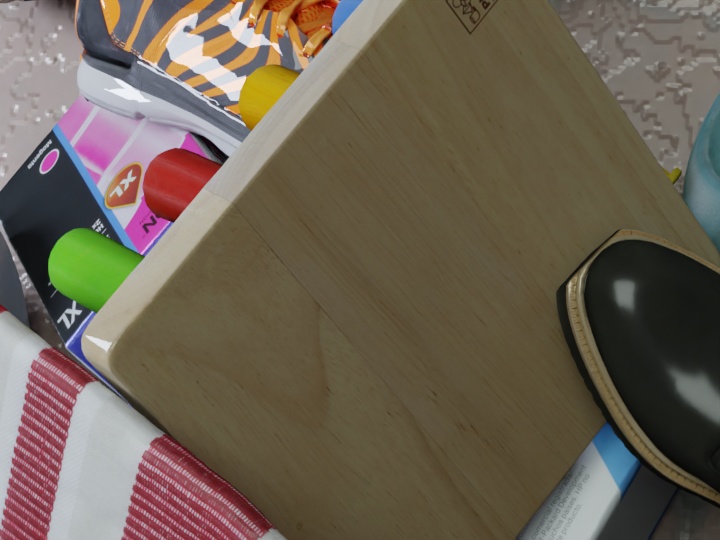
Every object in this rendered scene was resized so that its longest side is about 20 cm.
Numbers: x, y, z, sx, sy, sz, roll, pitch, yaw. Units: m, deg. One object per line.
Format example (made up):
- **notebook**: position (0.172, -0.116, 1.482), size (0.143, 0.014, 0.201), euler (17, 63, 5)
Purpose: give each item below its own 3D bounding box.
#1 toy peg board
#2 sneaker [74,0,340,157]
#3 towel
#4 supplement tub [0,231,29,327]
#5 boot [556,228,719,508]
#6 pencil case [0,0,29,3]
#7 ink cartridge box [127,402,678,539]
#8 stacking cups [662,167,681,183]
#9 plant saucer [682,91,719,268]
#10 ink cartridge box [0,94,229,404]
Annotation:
- **toy peg board**: position (0.000, 0.000, 0.933), size (0.098, 0.200, 0.199), euler (24, 70, 48)
- **sneaker**: position (-0.039, -0.107, 1.019), size (0.199, 0.077, 0.113), euler (15, 119, 31)
- **towel**: position (-0.098, 0.089, 0.873), size (0.200, 0.144, 0.023), euler (36, 44, 24)
- **supplement tub**: position (-0.253, 0.041, 1.097), size (0.199, 0.145, 0.146), euler (-7, 71, 14)
- **boot**: position (0.165, 0.058, 0.885), size (0.200, 0.138, 0.078), euler (44, 76, -5)
- **pencil case**: position (-0.081, -0.163, 1.154), size (0.199, 0.089, 0.078), euler (-2, 100, 16)
- **ink cartridge box**: position (0.028, 0.050, 1.047), size (0.199, 0.085, 0.145), euler (28, 81, 21)
- **stacking cups**: position (0.036, -0.078, 1.067), size (0.200, 0.061, 0.061), euler (38, 85, 3)
- **plant saucer**: position (0.203, -0.074, 0.998), size (0.200, 0.027, 0.200), euler (-33, 23, 16)
- **ink cartridge box**: position (-0.093, -0.017, 1.068), size (0.095, 0.037, 0.200), euler (-49, 32, 5)
